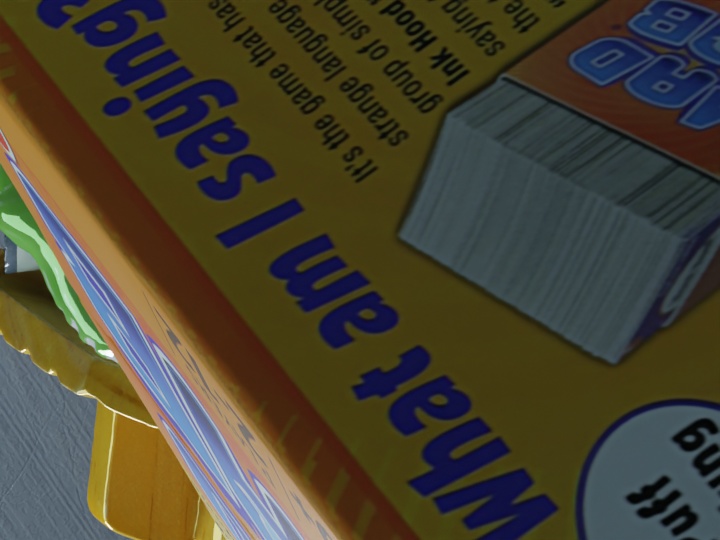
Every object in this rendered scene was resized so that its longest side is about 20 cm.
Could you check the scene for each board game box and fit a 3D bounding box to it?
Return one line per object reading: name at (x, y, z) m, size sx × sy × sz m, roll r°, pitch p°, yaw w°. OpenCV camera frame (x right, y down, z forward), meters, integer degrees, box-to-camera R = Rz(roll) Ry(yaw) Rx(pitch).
board game box at (0.078, 0.005, 0.436) m, size 0.200 × 0.199 × 0.200 m, roll 49°, pitch 170°, yaw 37°

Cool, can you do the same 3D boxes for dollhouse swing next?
dollhouse swing at (-0.075, 0.091, 1.087) m, size 0.200 × 0.175 × 0.183 m, roll 30°, pitch 118°, yaw 48°

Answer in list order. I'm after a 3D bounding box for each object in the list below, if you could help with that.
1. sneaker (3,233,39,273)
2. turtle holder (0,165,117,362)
sneaker at (-0.091, -0.062, 1.085) m, size 0.201 × 0.081 × 0.070 m, roll -84°, pitch -1°, yaw -50°
turtle holder at (-0.013, -0.030, 0.909) m, size 0.141 × 0.185 × 0.133 m, roll -15°, pitch -90°, yaw -60°
